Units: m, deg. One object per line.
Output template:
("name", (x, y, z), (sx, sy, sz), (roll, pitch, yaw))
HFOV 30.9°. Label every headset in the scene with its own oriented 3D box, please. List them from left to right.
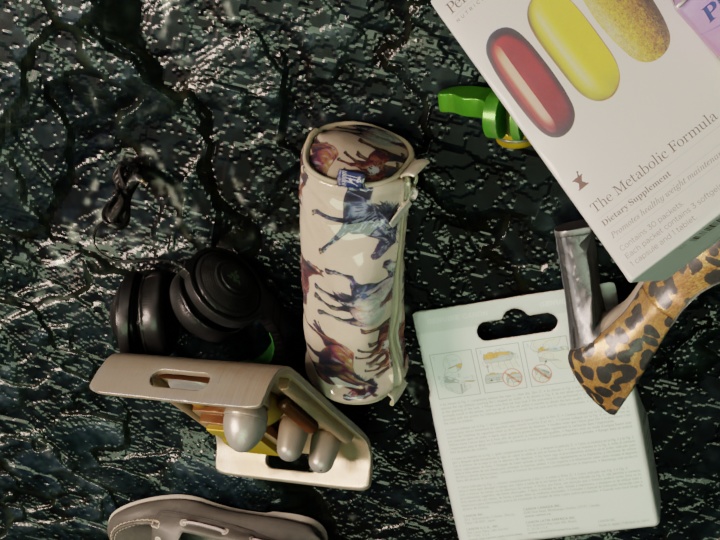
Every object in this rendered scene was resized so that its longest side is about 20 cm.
("headset", (-0.133, 0.014, 0.980), (0.122, 0.095, 0.201), (-16, 134, 19))

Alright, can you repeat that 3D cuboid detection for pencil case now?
("pencil case", (0.000, 0.000, 0.927), (0.089, 0.078, 0.202), (26, 131, 34))

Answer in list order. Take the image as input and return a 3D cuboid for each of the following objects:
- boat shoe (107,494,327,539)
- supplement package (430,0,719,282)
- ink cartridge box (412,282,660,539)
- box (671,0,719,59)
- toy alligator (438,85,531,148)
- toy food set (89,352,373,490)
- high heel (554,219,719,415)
("boat shoe", (-0.127, 0.238, 1.118), (0.197, 0.057, 0.067), (3, 124, 7))
("supplement package", (0.151, -0.106, 0.755), (0.113, 0.109, 0.201), (-39, 75, 18))
("ink cartridge box", (0.139, 0.110, 1.014), (0.161, 0.057, 0.202), (-9, 101, 15))
("box", (0.265, -0.140, 0.735), (0.200, 0.176, 0.097), (41, 116, -17))
("toy alligator", (0.148, -0.108, 0.850), (0.197, 0.054, 0.060), (-1, 123, 10))
("toy food set", (-0.091, 0.121, 0.976), (0.142, 0.061, 0.200), (2, 155, 25))
("high heel", (0.236, 0.030, 0.899), (0.198, 0.071, 0.144), (-4, 106, 28))
